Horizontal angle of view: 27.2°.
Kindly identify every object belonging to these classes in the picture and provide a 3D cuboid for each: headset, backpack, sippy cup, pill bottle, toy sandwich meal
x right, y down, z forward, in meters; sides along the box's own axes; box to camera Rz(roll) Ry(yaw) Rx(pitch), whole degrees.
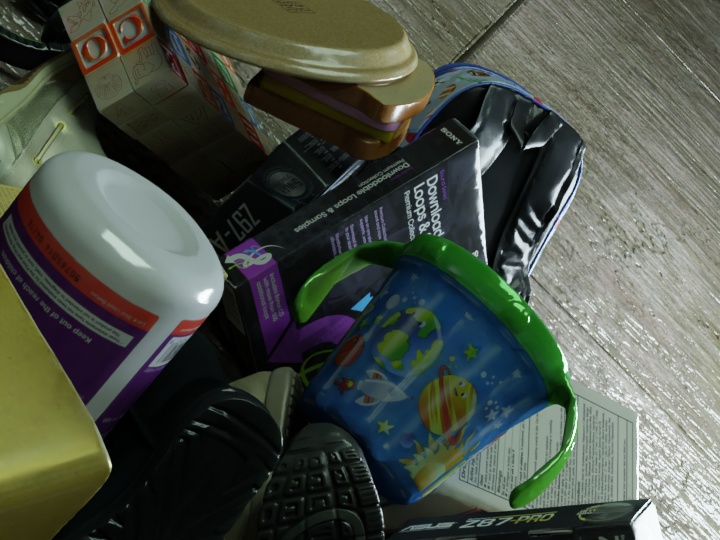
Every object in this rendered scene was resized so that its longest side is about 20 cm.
[{"bbox_3d":[-0.223,-0.193,1.153,0.199,0.094,0.124,-2,53,-35],"label":"headset"},{"bbox_3d":[0.091,-0.076,1.278,0.200,0.191,0.154,30,17,-29],"label":"backpack"},{"bbox_3d":[0.038,0.069,0.922,0.140,0.130,0.178,54,-17,-30],"label":"sippy cup"},{"bbox_3d":[-0.169,0.044,0.767,0.112,0.200,0.113,38,16,-13],"label":"pill bottle"},{"bbox_3d":[-0.047,-0.146,1.020,0.204,0.070,0.205,12,25,-6],"label":"toy sandwich meal"}]

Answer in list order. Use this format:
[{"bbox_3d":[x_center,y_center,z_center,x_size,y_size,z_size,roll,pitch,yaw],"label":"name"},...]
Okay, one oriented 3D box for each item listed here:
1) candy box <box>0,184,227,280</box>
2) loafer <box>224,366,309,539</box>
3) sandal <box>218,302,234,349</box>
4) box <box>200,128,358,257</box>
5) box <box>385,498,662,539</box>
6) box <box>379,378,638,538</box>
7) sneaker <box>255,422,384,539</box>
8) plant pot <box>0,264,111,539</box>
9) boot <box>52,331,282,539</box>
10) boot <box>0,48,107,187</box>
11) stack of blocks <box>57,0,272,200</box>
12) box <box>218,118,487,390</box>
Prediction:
[{"bbox_3d":[-0.189,0.015,0.868,0.200,0.117,0.057,11,36,-47],"label":"candy box"},{"bbox_3d":[-0.077,0.150,0.908,0.076,0.068,0.201,71,22,-47],"label":"loafer"},{"bbox_3d":[-0.019,0.068,1.107,0.200,0.043,0.076,34,32,-23],"label":"sandal"},{"bbox_3d":[-0.053,-0.058,1.096,0.044,0.160,0.200,46,28,-1],"label":"box"},{"bbox_3d":[0.110,0.241,0.873,0.049,0.161,0.201,-22,99,-59],"label":"box"},{"bbox_3d":[0.096,0.140,1.071,0.200,0.109,0.128,27,55,-32],"label":"box"},{"bbox_3d":[-0.018,0.180,0.881,0.091,0.076,0.201,-84,170,-73],"label":"sneaker"},{"bbox_3d":[-0.268,0.078,0.634,0.200,0.196,0.195,-16,66,-48],"label":"plant pot"},{"bbox_3d":[-0.134,0.129,0.830,0.076,0.200,0.168,41,-6,-20],"label":"boot"},{"bbox_3d":[-0.186,-0.067,1.026,0.155,0.072,0.200,46,28,-6],"label":"boot"},{"bbox_3d":[-0.140,-0.140,1.078,0.115,0.058,0.200,64,9,21],"label":"stack of blocks"},{"bbox_3d":[0.000,0.000,1.018,0.200,0.143,0.036,-33,52,-19],"label":"box"}]
